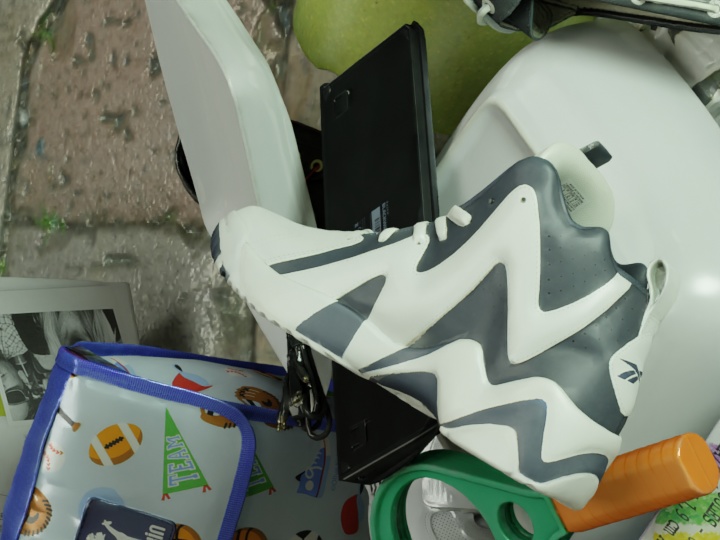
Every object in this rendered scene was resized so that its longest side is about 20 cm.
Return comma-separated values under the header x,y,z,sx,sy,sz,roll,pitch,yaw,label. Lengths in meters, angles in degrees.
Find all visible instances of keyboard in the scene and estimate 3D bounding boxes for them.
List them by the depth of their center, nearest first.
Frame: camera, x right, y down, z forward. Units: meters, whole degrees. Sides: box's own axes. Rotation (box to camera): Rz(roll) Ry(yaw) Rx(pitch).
x,y,z,sx,sy,sz,roll,pitch,yaw,label
0.000,0.000,1.153,0.127,0.021,0.201,-33,50,46,keyboard

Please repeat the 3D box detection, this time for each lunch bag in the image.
x,y,z,sx,sy,sz,roll,pitch,yaw,label
-0.091,0.132,1.324,0.124,0.200,0.171,25,100,51,lunch bag

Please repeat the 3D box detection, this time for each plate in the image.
x,y,z,sx,sy,sz,roll,pitch,yaw,label
-0.060,-0.059,1.292,0.200,0.032,0.200,-122,15,-54,plate

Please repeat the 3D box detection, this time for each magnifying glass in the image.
x,y,z,sx,sy,sz,roll,pitch,yaw,label
0.072,0.101,1.069,0.200,0.022,0.080,-25,91,48,magnifying glass

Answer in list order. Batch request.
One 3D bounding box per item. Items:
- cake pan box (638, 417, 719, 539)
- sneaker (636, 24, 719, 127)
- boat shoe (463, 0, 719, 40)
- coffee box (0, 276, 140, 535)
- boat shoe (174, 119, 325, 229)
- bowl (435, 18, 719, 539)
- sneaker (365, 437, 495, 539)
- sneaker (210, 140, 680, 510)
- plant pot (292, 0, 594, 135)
x,y,z,sx,sy,sz,roll,pitch,yaw,label
0.188,0.160,1.033,0.184,0.052,0.200,38,112,15,cake pan box
0.163,-0.081,1.151,0.200,0.084,0.075,-57,49,30,sneaker
0.077,-0.128,1.100,0.199,0.076,0.061,3,89,28,boat shoe
-0.242,0.135,1.482,0.200,0.199,0.198,-51,45,47,coffee box
-0.029,-0.040,1.401,0.201,0.063,0.074,25,100,49,boat shoe
0.083,0.010,1.124,0.200,0.074,0.200,-55,49,34,bowl
0.056,0.083,1.254,0.115,0.075,0.200,-49,45,35,sneaker
0.041,-0.007,1.037,0.199,0.079,0.130,32,89,36,sneaker
0.057,-0.173,1.247,0.201,0.200,0.185,57,135,41,plant pot
